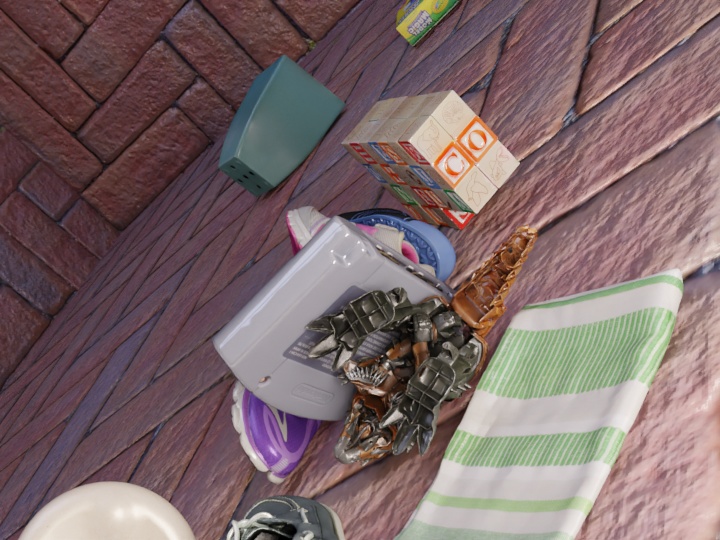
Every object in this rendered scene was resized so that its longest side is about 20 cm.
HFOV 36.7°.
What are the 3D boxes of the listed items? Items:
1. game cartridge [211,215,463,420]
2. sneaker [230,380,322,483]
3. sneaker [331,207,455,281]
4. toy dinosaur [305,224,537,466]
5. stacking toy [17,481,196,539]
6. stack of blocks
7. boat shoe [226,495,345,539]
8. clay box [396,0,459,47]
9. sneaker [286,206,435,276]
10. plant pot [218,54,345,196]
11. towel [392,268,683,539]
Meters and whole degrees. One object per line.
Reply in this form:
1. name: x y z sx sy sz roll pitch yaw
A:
1. game cartridge: -0.010 0.044 0.745 0.133 0.200 0.041 -48 58 8
2. sneaker: -0.041 0.085 0.906 0.083 0.081 0.201 -20 31 37
3. sneaker: 0.033 -0.026 0.990 0.077 0.071 0.199 -15 16 -32
4. toy dinosaur: 0.039 0.050 0.711 0.135 0.102 0.202 -5 -64 -63
5. stacking toy: -0.201 0.248 0.888 0.146 0.146 0.200 -51 -1 -13
6. stack of blocks: 0.067 -0.097 0.981 0.059 0.115 0.200 -48 16 -7
7. boat shoe: -0.053 0.180 0.719 0.073 0.062 0.200 -49 15 -8
8. clay box: 0.116 -0.457 1.867 0.115 0.048 0.200 -43 15 19
9. sneaker: 0.000 0.000 0.908 0.088 0.082 0.200 -21 36 -17
10. plant pot: -0.153 -0.240 1.908 0.141 0.141 0.201 -17 40 61
11. towel: 0.097 0.088 0.615 0.201 0.023 0.152 -55 18 -27
